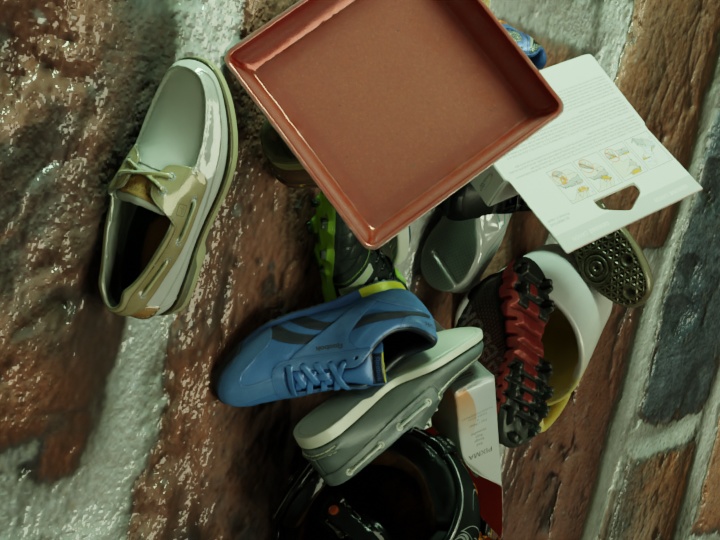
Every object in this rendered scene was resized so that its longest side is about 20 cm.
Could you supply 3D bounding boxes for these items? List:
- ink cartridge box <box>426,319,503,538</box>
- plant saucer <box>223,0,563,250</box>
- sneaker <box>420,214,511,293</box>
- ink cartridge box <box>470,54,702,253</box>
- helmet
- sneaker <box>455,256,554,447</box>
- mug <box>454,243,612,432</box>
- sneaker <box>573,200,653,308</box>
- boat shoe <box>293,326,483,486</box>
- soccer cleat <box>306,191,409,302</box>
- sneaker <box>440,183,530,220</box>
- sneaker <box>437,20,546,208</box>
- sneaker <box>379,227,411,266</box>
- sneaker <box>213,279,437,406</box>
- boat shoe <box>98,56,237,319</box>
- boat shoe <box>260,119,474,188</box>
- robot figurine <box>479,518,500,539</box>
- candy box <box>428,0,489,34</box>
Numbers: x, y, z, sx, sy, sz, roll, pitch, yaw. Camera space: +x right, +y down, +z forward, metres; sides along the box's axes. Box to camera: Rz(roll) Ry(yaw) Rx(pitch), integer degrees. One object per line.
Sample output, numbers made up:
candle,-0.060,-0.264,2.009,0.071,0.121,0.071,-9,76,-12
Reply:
ink cartridge box,0.076,0.148,1.465,0.050,0.162,0.201,-18,124,-21
plant saucer,0.026,-0.144,1.204,0.199,0.200,0.037,-36,171,-10
sneaker,0.123,-0.070,1.525,0.201,0.070,0.080,-65,156,0
ink cartridge box,0.190,-0.101,1.377,0.199,0.177,0.045,-22,159,-37
helmet,0.015,0.242,1.395,0.201,0.199,0.191,-56,167,-22
sneaker,0.136,0.086,1.478,0.071,0.097,0.202,36,47,-40
mug,0.192,0.058,1.635,0.153,0.149,0.187,-41,164,-50
sneaker,0.251,-0.048,1.604,0.075,0.200,0.071,-12,148,-53
boat shoe,0.033,0.117,1.328,0.199,0.073,0.062,-32,108,-23
soccer cleat,0.000,0.000,1.351,0.080,0.068,0.201,-15,130,-10
sneaker,0.167,-0.090,1.425,0.199,0.087,0.076,-24,131,-34
sneaker,0.115,-0.152,1.452,0.075,0.078,0.201,37,74,-55
sneaker,0.029,-0.101,1.353,0.084,0.075,0.201,-36,133,-36
sneaker,-0.028,0.075,1.295,0.199,0.079,0.066,-22,135,-15
boat shoe,-0.145,-0.059,1.118,0.068,0.074,0.201,-11,115,-59
boat shoe,0.018,-0.111,1.260,0.068,0.198,0.072,79,1,-58
robot figurine,0.110,0.287,1.672,0.145,0.058,0.201,-47,139,-31
candy box,0.054,-0.277,1.268,0.055,0.115,0.202,-16,118,-51
